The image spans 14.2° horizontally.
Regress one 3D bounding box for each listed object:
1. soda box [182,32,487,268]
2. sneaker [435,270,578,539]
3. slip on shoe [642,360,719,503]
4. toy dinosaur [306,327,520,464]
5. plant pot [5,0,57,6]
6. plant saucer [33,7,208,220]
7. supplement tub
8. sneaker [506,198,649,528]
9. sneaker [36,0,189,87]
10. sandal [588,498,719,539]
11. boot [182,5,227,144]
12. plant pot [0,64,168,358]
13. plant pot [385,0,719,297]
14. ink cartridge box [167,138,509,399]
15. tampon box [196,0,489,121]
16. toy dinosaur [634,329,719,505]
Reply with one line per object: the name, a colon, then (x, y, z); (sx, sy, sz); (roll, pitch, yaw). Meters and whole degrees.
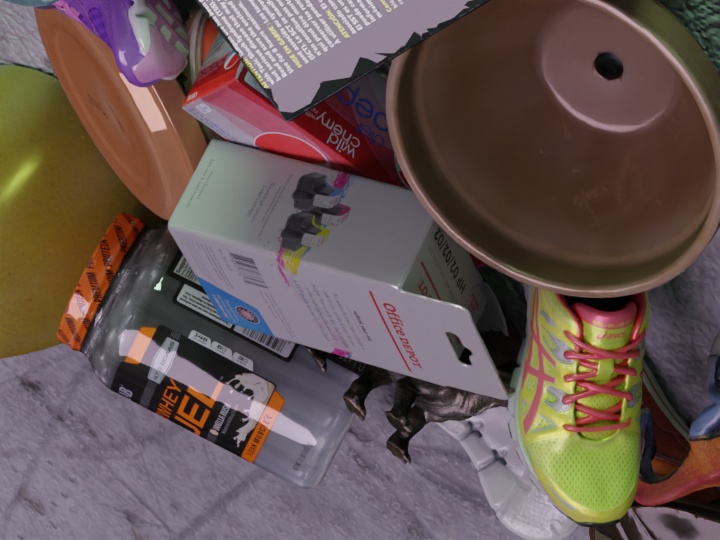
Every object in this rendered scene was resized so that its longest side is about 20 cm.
soda box: (-0.003, -0.074, 1.719); (0.200, 0.063, 0.070); (35, 152, -21)
sneaker: (0.086, 0.079, 1.834); (0.077, 0.082, 0.200); (-26, 83, 20)
slip on shoe: (0.179, 0.123, 1.800); (0.074, 0.061, 0.200); (-18, 114, 50)
toy dinosaur: (0.035, 0.049, 1.778); (0.200, 0.102, 0.077); (38, 160, 33)
plant pot: (-0.153, -0.260, 1.611); (0.200, 0.196, 0.200); (27, 143, 23)
plant saucer: (-0.153, -0.111, 1.840); (0.200, 0.032, 0.200); (54, 165, 22)
supplement tub: (-0.091, 0.049, 1.904); (0.200, 0.123, 0.123); (27, 144, 1)
sneaker: (0.130, 0.048, 1.665); (0.090, 0.078, 0.200); (153, 113, -75)
sneaker: (-0.168, -0.178, 1.726); (0.200, 0.088, 0.081); (64, -177, 34)
sandal: (0.237, 0.161, 1.748); (0.200, 0.055, 0.082); (-12, 106, 28)
boot: (-0.035, -0.084, 1.799); (0.107, 0.075, 0.200); (-13, 116, 33)
plant pot: (-0.245, -0.020, 1.997); (0.200, 0.142, 0.200); (26, 141, 23)
plant pot: (0.121, -0.092, 1.589); (0.201, 0.093, 0.201); (15, 129, 19)
ink cartridge box: (0.000, 0.000, 1.700); (0.200, 0.068, 0.115); (16, 155, 25)
tampon box: (0.021, -0.198, 1.492); (0.200, 0.150, 0.126); (-29, 105, 30)
toy dinosaur: (0.213, 0.089, 1.664); (0.181, 0.200, 0.105); (-33, 86, 23)
